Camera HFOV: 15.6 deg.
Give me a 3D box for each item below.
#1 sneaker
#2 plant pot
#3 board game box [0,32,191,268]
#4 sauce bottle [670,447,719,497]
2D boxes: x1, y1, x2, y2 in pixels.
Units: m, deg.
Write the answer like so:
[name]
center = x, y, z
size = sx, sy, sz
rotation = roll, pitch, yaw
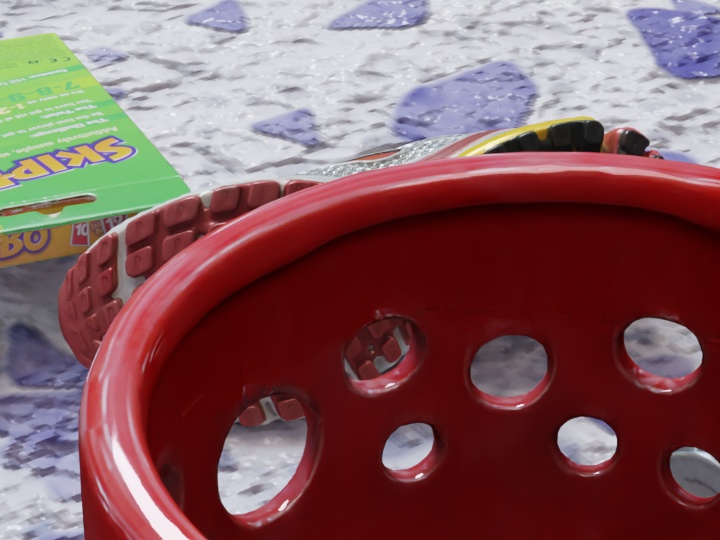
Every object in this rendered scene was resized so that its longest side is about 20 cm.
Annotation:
[sneaker]
center = 0.000, 0.000, 0.863
size = 0.200, 0.078, 0.082
rotation = -11, 6, -11
[plant pot]
center = 0.040, 0.096, 0.583
size = 0.200, 0.183, 0.200
rotation = 1, 32, -1
[board game box]
center = -0.129, -0.042, 0.928
size = 0.095, 0.030, 0.200
rotation = -11, 21, -17
[sauce bottle]
center = 0.166, 0.032, 0.802
size = 0.065, 0.065, 0.200
rotation = 26, 38, 36
